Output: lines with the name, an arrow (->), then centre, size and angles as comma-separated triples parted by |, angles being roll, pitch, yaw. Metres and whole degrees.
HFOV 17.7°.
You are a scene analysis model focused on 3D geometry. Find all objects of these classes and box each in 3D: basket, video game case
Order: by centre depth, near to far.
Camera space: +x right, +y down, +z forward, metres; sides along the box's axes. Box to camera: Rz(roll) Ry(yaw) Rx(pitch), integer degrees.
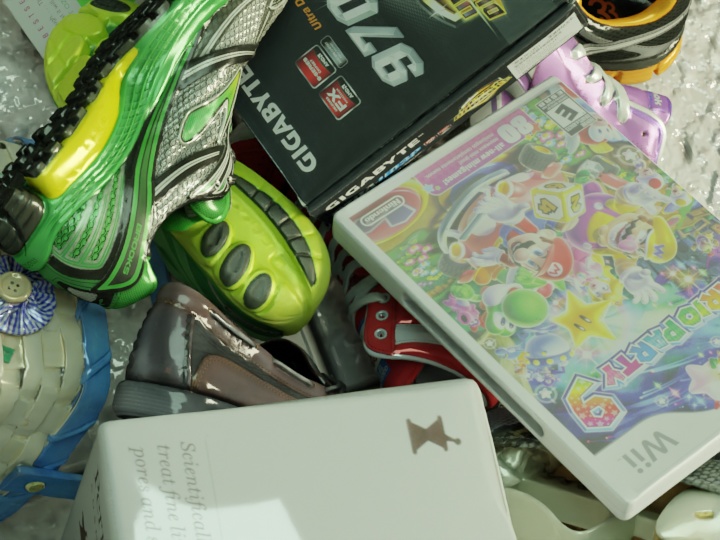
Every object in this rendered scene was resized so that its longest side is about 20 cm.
video game case -> 0.104, 0.006, 1.061 | 0.143, 0.018, 0.200 | -33, 62, -24
basket -> -0.157, 0.031, 1.062 | 0.200, 0.139, 0.177 | 10, 48, -45

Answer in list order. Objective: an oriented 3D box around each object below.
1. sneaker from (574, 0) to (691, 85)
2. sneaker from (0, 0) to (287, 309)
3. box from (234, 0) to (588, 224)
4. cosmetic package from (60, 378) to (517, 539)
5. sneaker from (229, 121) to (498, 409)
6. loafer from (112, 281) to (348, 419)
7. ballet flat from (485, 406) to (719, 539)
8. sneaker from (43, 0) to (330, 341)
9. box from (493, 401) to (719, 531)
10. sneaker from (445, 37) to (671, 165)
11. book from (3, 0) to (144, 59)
sneaker -> 0.083, -0.141, 1.224 | 0.200, 0.077, 0.078 | -7, 70, -14
sneaker -> -0.086, -0.066, 1.027 | 0.085, 0.078, 0.200 | 42, 62, -17
box -> -0.013, -0.148, 1.098 | 0.159, 0.046, 0.200 | -37, 75, 7
cosmetic package -> -0.033, 0.163, 0.993 | 0.165, 0.200, 0.165 | -6, 67, -15
sneaker -> 0.000, 0.000, 1.126 | 0.200, 0.071, 0.113 | 22, 67, 24
loafer -> -0.039, 0.053, 1.049 | 0.072, 0.200, 0.063 | 6, 81, 28
ballet flat -> 0.124, 0.115, 1.031 | 0.200, 0.072, 0.072 | 14, 61, 23
sneaker -> -0.091, -0.044, 1.113 | 0.074, 0.084, 0.200 | -28, 71, -22
box -> 0.141, 0.092, 1.106 | 0.200, 0.044, 0.160 | 7, 66, 17
sneaker -> 0.098, -0.106, 1.171 | 0.114, 0.073, 0.201 | -11, 113, -9
book -> -0.081, -0.170, 1.167 | 0.200, 0.048, 0.134 | -36, 81, 7
